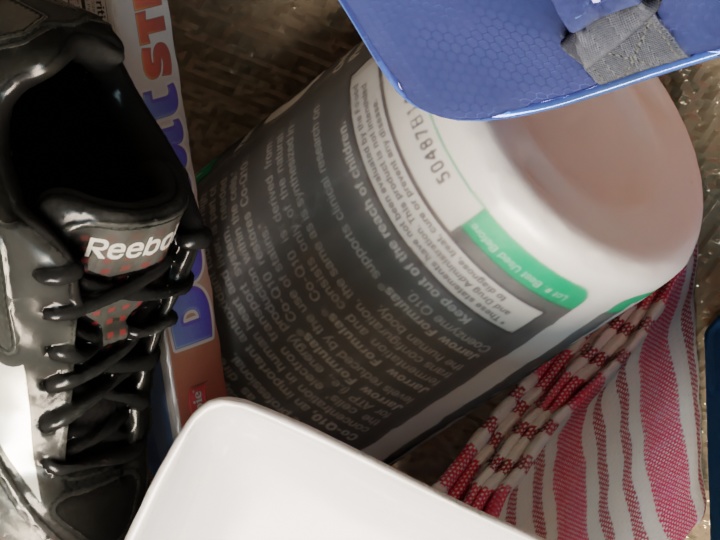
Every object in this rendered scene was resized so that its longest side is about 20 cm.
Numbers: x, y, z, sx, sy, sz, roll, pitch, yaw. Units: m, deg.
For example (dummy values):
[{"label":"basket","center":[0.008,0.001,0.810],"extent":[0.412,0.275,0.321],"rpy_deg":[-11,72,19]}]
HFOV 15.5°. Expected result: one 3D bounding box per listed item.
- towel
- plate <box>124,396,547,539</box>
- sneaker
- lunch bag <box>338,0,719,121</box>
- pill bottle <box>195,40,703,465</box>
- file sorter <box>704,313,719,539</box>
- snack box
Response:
[{"label":"towel","center":[0.063,0.096,0.869],"extent":[0.030,0.200,0.147],"rpy_deg":[24,144,28]},{"label":"plate","center":[0.003,0.143,0.762],"extent":[0.199,0.032,0.200],"rpy_deg":[23,114,-13]},{"label":"sneaker","center":[-0.087,0.013,0.745],"extent":[0.098,0.071,0.201],"rpy_deg":[2,105,45]},{"label":"lunch bag","center":[0.041,-0.131,0.681],"extent":[0.136,0.133,0.200],"rpy_deg":[-17,129,25]},{"label":"pill bottle","center":[0.000,0.000,0.833],"extent":[0.113,0.113,0.200],"rpy_deg":[36,129,-24]},{"label":"file sorter","center":[0.194,0.072,0.814],"extent":[0.122,0.200,0.139],"rpy_deg":[21,134,-17]},{"label":"snack box","center":[-0.081,-0.026,0.796],"extent":[0.072,0.024,0.201],"rpy_deg":[4,107,43]}]
